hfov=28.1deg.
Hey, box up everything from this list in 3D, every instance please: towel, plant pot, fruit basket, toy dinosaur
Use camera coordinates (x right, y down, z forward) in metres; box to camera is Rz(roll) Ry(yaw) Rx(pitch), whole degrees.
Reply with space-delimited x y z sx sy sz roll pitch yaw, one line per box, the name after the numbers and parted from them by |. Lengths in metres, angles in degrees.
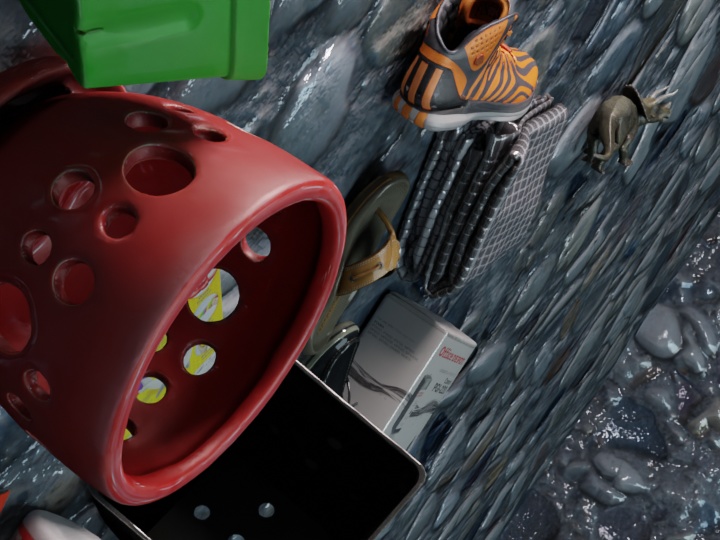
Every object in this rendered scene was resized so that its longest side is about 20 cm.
0.126 -0.081 1.433 0.166 0.086 0.200 -32 150 -52 | towel
-0.132 -0.006 0.771 0.200 0.182 0.200 -47 158 -25 | plant pot
-0.072 -0.208 0.678 0.216 0.156 0.216 -29 150 -19 | fruit basket
0.311 -0.179 1.775 0.200 0.077 0.102 -18 127 -54 | toy dinosaur
-0.095 0.207 1.219 0.200 0.199 0.177 -46 169 -29 | plant pot

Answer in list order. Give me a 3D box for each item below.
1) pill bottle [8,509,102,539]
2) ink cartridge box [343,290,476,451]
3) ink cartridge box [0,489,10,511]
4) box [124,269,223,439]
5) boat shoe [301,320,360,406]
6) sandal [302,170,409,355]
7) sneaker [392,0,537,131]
-0.253 0.288 1.057 0.200 0.114 0.114 -55 161 -4 | pill bottle
0.027 0.132 1.538 0.200 0.085 0.146 -59 161 2 | ink cartridge box
-0.297 0.220 0.938 0.200 0.050 0.109 -14 134 -62 | ink cartridge box
-0.152 0.050 1.027 0.117 0.048 0.200 -46 161 -28 | box
-0.039 0.139 1.422 0.075 0.062 0.200 -17 136 -59 | boat shoe
0.000 0.000 1.300 0.200 0.055 0.082 -62 160 17 | sandal
0.112 -0.189 1.234 0.200 0.078 0.112 -29 148 -54 | sneaker
